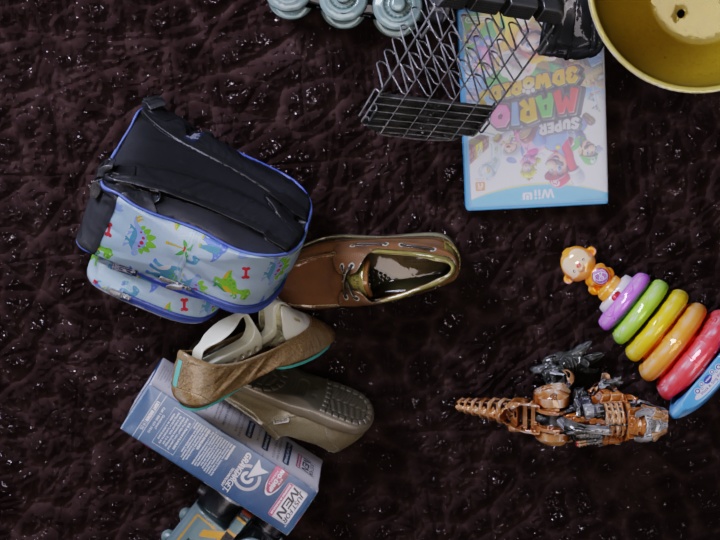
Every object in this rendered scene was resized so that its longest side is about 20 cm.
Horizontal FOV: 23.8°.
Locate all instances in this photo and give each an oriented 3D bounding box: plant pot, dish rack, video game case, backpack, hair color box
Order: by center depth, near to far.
[{"bbox_3d":[0.315,-0.263,1.586,0.199,0.142,0.201,1,94,11],"label":"plant pot"},{"bbox_3d":[0.089,-0.200,1.596,0.153,0.055,0.200,4,140,-30],"label":"dish rack"},{"bbox_3d":[-0.156,-0.042,1.641,0.200,0.183,0.147,22,125,-3],"label":"backpack"},{"bbox_3d":[0.170,-0.162,1.684,0.143,0.018,0.201,-3,102,2],"label":"video game case"},{"bbox_3d":[-0.138,0.177,1.724,0.200,0.100,0.061,33,102,-5],"label":"hair color box"}]

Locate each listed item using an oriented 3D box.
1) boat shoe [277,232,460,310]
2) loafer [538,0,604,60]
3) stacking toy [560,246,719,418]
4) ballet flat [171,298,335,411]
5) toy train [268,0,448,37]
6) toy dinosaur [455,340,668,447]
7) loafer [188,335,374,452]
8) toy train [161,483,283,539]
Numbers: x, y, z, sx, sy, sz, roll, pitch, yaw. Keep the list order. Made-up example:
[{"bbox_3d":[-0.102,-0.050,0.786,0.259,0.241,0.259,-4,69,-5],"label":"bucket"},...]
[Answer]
[{"bbox_3d":[0.000,0.000,1.698,0.199,0.068,0.072,-13,103,5],"label":"boat shoe"},{"bbox_3d":[0.196,-0.301,1.620,0.070,0.068,0.201,-1,94,-1],"label":"loafer"},{"bbox_3d":[0.280,0.043,1.693,0.200,0.110,0.116,40,103,4],"label":"stacking toy"},{"bbox_3d":[-0.103,0.069,1.666,0.200,0.068,0.073,-23,121,-35],"label":"ballet flat"},{"bbox_3d":[-0.010,-0.291,1.626,0.199,0.085,0.114,10,91,1],"label":"toy train"},{"bbox_3d":[0.201,0.132,1.681,0.200,0.136,0.102,22,107,7],"label":"toy dinosaur"},{"bbox_3d":[-0.087,0.131,1.723,0.200,0.076,0.068,25,124,5],"label":"loafer"},{"bbox_3d":[-0.165,0.311,1.767,0.114,0.085,0.200,38,101,3],"label":"toy train"}]
